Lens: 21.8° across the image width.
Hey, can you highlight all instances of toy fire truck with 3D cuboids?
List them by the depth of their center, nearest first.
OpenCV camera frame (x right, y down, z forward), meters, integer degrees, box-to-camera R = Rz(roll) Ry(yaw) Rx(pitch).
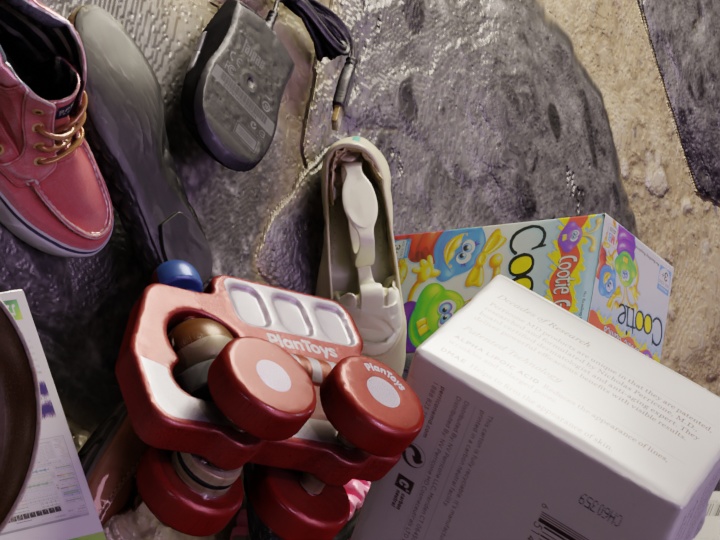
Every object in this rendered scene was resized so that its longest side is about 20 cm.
[{"bbox_3d":[-0.066,0.069,1.156,0.199,0.112,0.169,13,36,-37],"label":"toy fire truck"}]

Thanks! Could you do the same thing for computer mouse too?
[{"bbox_3d":[-0.067,-0.129,1.316,0.140,0.046,0.201,42,44,-34],"label":"computer mouse"}]

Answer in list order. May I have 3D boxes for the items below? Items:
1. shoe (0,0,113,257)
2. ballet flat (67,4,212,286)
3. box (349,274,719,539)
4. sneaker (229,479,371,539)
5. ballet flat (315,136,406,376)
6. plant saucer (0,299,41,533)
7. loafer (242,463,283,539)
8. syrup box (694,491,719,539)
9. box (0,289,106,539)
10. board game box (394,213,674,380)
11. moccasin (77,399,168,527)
[{"bbox_3d":[-0.193,-0.086,1.121,0.201,0.090,0.072,55,49,-31],"label":"shoe"},{"bbox_3d":[-0.153,-0.073,1.211,0.066,0.057,0.202,-24,98,-41],"label":"ballet flat"},{"bbox_3d":[0.118,0.148,1.237,0.131,0.199,0.200,-37,151,-52],"label":"box"},{"bbox_3d":[-0.015,0.180,1.329,0.200,0.078,0.096,-37,129,-43],"label":"sneaker"},{"bbox_3d":[0.000,0.000,1.358,0.069,0.069,0.202,1,80,-50],"label":"ballet flat"},{"bbox_3d":[-0.268,0.081,0.985,0.198,0.032,0.202,2,73,-7],"label":"plant saucer"},{"bbox_3d":[-0.046,0.097,1.262,0.071,0.067,0.202,80,10,-55],"label":"loafer"},{"bbox_3d":[0.368,0.303,1.759,0.201,0.078,0.082,57,47,-29],"label":"syrup box"},{"bbox_3d":[-0.225,0.114,1.056,0.144,0.036,0.202,-6,70,-48],"label":"box"},{"bbox_3d":[0.117,0.032,1.395,0.105,0.199,0.104,33,62,-44],"label":"board game box"},{"bbox_3d":[-0.130,0.116,1.186,0.078,0.074,0.202,41,42,-4],"label":"moccasin"}]
